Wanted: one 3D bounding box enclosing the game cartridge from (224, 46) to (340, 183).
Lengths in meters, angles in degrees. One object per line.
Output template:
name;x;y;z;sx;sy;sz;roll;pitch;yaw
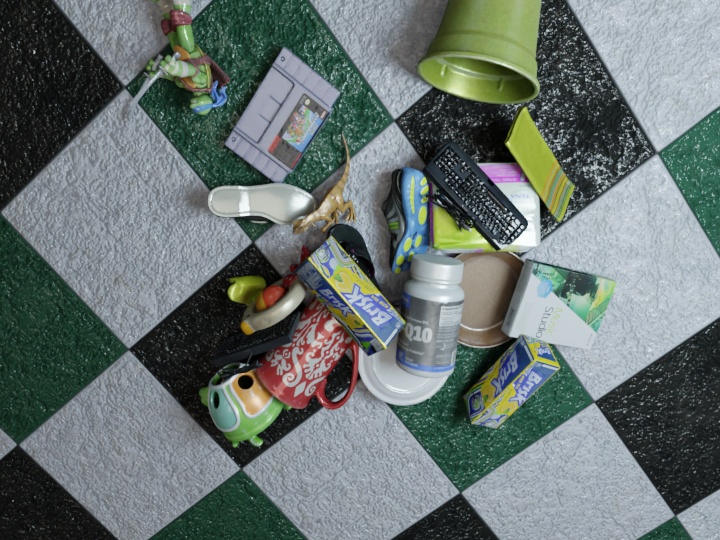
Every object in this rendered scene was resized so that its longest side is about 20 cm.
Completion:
game cartridge;-0.138;-0.270;0.926;0.129;0.038;0.201;36;103;-4

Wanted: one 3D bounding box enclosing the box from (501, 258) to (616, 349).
box;0.378;0.068;0.987;0.196;0.036;0.148;10;106;-20

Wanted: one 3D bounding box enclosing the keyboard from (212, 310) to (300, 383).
keyboard;-0.202;0.143;0.965;0.197;0.129;0.021;-22;124;28

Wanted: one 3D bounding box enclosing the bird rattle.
bird rattle;-0.145;0.051;0.954;0.196;0.164;0.114;-17;117;13

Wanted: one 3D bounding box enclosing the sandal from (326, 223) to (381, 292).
sandal;0.001;0.000;0.966;0.075;0.048;0.203;-38;120;-22

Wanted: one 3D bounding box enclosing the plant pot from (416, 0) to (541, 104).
plant pot;0.205;-0.391;0.822;0.196;0.200;0.189;13;94;-3

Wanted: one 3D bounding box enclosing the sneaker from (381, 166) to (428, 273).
sneaker;0.081;-0.091;0.955;0.069;0.083;0.204;-12;118;-26

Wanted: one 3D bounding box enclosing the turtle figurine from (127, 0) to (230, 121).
turtle figurine;-0.325;-0.355;0.848;0.195;0.144;0.199;-6;102;-1

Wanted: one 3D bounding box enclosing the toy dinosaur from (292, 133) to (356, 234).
toy dinosaur;-0.045;-0.133;0.939;0.060;0.107;0.202;19;67;32

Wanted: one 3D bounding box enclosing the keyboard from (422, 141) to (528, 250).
keyboard;0.191;-0.118;0.878;0.104;0.040;0.200;-44;89;-1

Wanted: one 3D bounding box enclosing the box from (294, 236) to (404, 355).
box;-0.018;0.046;0.897;0.201;0.070;0.064;49;144;-6

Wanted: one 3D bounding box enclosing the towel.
towel;0.313;-0.180;0.895;0.200;0.018;0.087;43;61;-31

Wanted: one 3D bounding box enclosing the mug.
mug;-0.076;0.153;1.003;0.176;0.134;0.201;36;99;-27

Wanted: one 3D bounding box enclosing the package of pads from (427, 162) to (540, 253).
package of pads;0.221;-0.110;0.932;0.195;0.068;0.159;-2;90;2

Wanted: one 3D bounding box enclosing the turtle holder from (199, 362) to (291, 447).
turtle holder;-0.235;0.248;1.023;0.140;0.185;0.133;-39;111;-17

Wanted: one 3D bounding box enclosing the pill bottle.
pill bottle;0.127;0.079;0.940;0.111;0.114;0.205;5;102;-1

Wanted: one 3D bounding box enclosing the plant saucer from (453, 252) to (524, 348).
plant saucer;0.238;0.049;1.008;0.195;0.037;0.205;0;106;1

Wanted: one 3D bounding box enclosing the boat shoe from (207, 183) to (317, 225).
boat shoe;-0.179;-0.120;0.952;0.195;0.060;0.076;-2;96;-14

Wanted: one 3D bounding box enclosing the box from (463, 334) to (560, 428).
box;0.286;0.218;1.001;0.069;0.065;0.202;17;125;-23

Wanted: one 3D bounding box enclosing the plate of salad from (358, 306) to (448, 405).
plate of salad;0.089;0.169;1.037;0.195;0.048;0.205;-1;99;-7
